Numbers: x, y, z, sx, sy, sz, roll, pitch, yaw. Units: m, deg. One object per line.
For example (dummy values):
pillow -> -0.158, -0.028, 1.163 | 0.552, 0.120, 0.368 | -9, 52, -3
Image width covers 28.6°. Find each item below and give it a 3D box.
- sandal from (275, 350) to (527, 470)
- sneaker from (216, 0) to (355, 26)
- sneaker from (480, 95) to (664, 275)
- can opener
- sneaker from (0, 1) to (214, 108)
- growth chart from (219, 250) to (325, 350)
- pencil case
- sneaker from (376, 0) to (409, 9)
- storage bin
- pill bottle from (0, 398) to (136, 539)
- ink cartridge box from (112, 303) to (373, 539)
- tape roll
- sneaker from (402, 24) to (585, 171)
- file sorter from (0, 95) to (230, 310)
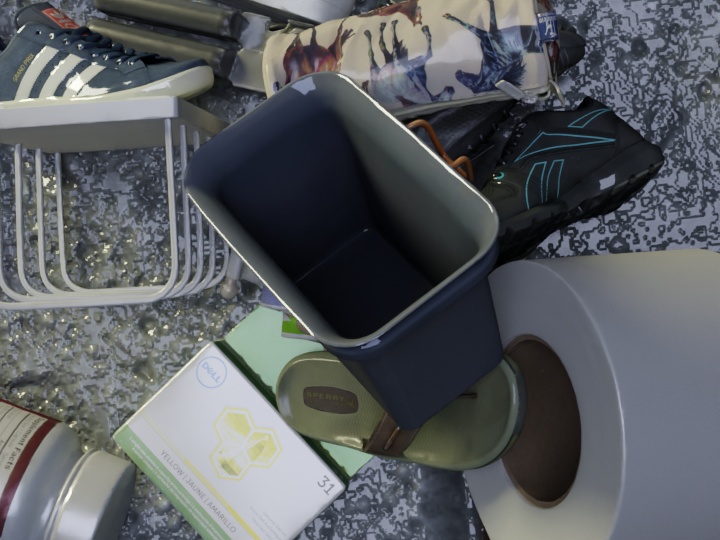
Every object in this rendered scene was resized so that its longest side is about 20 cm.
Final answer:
sandal -> 0.019, 0.091, 0.922 | 0.200, 0.057, 0.080 | -3, 88, 35
sneaker -> -0.088, -0.253, 1.012 | 0.199, 0.074, 0.116 | 19, 89, -5
sneaker -> 0.116, -0.058, 0.969 | 0.199, 0.075, 0.079 | -26, 74, -31
can opener -> -0.099, -0.162, 1.023 | 0.199, 0.067, 0.054 | 15, 92, 17
sneaker -> -0.198, -0.149, 0.991 | 0.199, 0.075, 0.085 | -3, 98, 21
growth chart -> 0.000, 0.000, 0.992 | 0.199, 0.018, 0.145 | 20, 105, -7
pencil case -> 0.034, -0.133, 0.929 | 0.199, 0.078, 0.090 | -12, 57, 7
sneaker -> 0.050, -0.255, 0.994 | 0.146, 0.077, 0.203 | -37, 88, 1
storage bin -> 0.008, -0.010, 0.865 | 0.145, 0.135, 0.200 | -37, 51, -10
pill bottle -> -0.268, 0.146, 0.997 | 0.199, 0.114, 0.115 | 21, 91, 4
ink cartridge box -> -0.057, 0.102, 1.016 | 0.200, 0.048, 0.146 | -44, 86, 5
tape roll -> 0.166, 0.089, 0.901 | 0.138, 0.202, 0.204 | -5, 89, -24
sneaker -> 0.071, -0.107, 1.000 | 0.199, 0.066, 0.091 | -21, 94, 6
file sorter -> -0.168, -0.042, 0.949 | 0.138, 0.200, 0.125 | -3, 91, 4
